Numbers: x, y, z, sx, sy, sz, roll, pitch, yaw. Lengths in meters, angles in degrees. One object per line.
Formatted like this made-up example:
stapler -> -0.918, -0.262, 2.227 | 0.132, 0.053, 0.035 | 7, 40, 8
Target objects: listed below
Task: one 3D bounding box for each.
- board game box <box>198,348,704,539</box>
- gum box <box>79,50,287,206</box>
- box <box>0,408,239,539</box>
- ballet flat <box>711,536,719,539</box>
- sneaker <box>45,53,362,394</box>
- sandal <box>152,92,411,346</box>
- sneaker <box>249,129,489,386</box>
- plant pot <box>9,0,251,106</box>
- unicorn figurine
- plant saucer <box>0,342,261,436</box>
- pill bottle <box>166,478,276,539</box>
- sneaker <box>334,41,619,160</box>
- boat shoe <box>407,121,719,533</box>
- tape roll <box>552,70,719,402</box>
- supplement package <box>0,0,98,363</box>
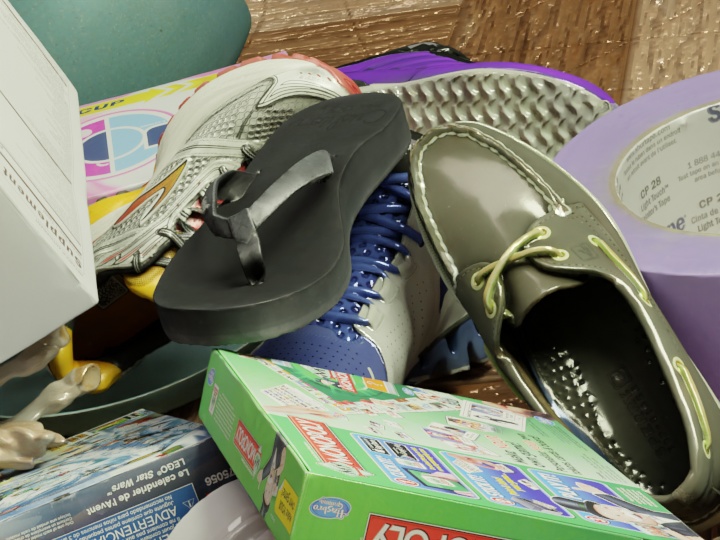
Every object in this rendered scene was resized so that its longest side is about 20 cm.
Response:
board game box -> 0.025, 0.069, 0.826 | 0.135, 0.029, 0.200 | 11, 7, -12
gum box -> -0.119, -0.036, 1.226 | 0.200, 0.066, 0.114 | -15, 28, -1
box -> -0.128, 0.101, 0.984 | 0.137, 0.040, 0.200 | -21, 4, -13
ballet flat -> 0.110, 0.119, 0.809 | 0.046, 0.067, 0.200 | -3, -10, -11
sneaker -> -0.071, -0.016, 1.117 | 0.200, 0.078, 0.082 | -44, 31, 18
sandal -> -0.035, -0.029, 0.980 | 0.076, 0.043, 0.200 | -8, 26, 18
sneaker -> 0.000, 0.000, 1.066 | 0.081, 0.115, 0.199 | 6, 19, 25
plant pot -> -0.175, -0.108, 1.348 | 0.200, 0.200, 0.135 | 6, 68, 33
unicorn figurine -> -0.185, 0.044, 1.073 | 0.137, 0.074, 0.200 | -29, 13, 3
plant saucer -> -0.123, 0.027, 1.213 | 0.200, 0.027, 0.200 | -10, 28, 6
pill bottle -> 0.011, 0.144, 0.831 | 0.120, 0.120, 0.200 | -27, 31, -23
sneaker -> 0.050, -0.089, 1.303 | 0.200, 0.070, 0.100 | 1, 27, 24
boat shoe -> 0.081, 0.016, 0.980 | 0.072, 0.060, 0.202 | -38, 72, 8
tape roll -> 0.184, -0.014, 1.084 | 0.200, 0.085, 0.200 | -12, 28, 6
supplement package -> -0.189, -0.045, 1.036 | 0.110, 0.114, 0.200 | -31, 29, 9
